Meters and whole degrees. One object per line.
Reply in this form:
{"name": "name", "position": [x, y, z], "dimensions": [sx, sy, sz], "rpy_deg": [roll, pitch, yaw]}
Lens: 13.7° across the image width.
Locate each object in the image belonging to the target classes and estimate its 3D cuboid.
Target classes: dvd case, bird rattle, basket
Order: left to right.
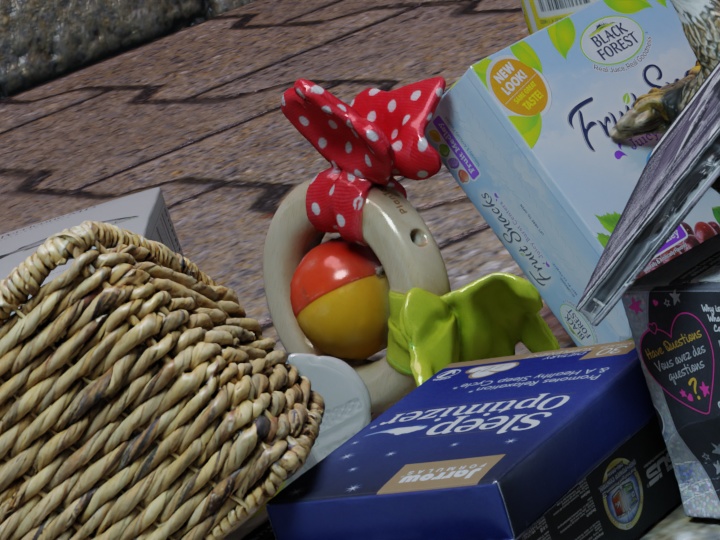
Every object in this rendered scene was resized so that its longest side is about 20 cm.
{"name": "basket", "position": [-0.132, 0.079, 1.318], "dimensions": [0.200, 0.149, 0.143], "rpy_deg": [-45, 5, 11]}
{"name": "bird rattle", "position": [0.000, 0.000, 1.575], "dimensions": [0.113, 0.200, 0.163], "rpy_deg": [-30, -7, -45]}
{"name": "dvd case", "position": [0.159, -0.070, 1.304], "dimensions": [0.149, 0.016, 0.200], "rpy_deg": [-54, 2, 28]}

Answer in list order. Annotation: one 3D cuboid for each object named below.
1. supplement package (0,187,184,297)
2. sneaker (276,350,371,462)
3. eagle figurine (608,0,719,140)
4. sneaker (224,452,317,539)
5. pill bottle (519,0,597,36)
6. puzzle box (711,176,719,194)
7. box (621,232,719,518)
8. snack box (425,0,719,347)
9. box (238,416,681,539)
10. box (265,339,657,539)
{"name": "supplement package", "position": [-0.160, 0.038, 1.766], "dimensions": [0.116, 0.118, 0.200], "rpy_deg": [-18, 12, 4]}
{"name": "sneaker", "position": [-0.088, 0.083, 1.578], "dimensions": [0.199, 0.077, 0.082], "rpy_deg": [-15, 6, 11]}
{"name": "eagle figurine", "position": [0.206, -0.127, 1.520], "dimensions": [0.150, 0.152, 0.200], "rpy_deg": [13, -31, -22]}
{"name": "sneaker", "position": [-0.104, 0.109, 1.478], "dimensions": [0.199, 0.077, 0.075], "rpy_deg": [-13, 15, 26]}
{"name": "pill bottle", "position": [0.167, -0.123, 1.816], "dimensions": [0.112, 0.201, 0.112], "rpy_deg": [-17, 13, 4]}
{"name": "puzzle box", "position": [0.213, -0.064, 1.210], "dimensions": [0.133, 0.025, 0.200], "rpy_deg": [-53, 16, 4]}
{"name": "box", "position": [0.233, 0.019, 1.302], "dimensions": [0.200, 0.115, 0.132], "rpy_deg": [-26, 15, -35]}
{"name": "snack box", "position": [0.153, -0.062, 1.629], "dimensions": [0.200, 0.169, 0.068], "rpy_deg": [-28, -11, -43]}
{"name": "box", "position": [0.034, 0.117, 1.321], "dimensions": [0.160, 0.044, 0.200], "rpy_deg": [-7, 17, 39]}
{"name": "box", "position": [0.045, 0.081, 1.287], "dimensions": [0.121, 0.033, 0.200], "rpy_deg": [-9, 16, 35]}
